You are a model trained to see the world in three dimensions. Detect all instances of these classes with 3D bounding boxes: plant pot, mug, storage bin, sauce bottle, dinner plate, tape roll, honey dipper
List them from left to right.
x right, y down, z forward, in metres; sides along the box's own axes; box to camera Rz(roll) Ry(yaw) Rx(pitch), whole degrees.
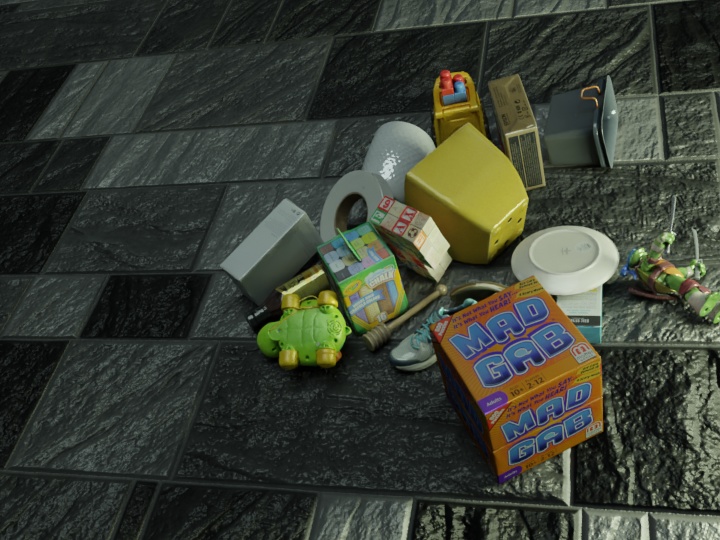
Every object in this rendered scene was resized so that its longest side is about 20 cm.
[{"bbox_3d":[-0.142,0.055,1.693,0.198,0.067,0.066,-31,46,-14],"label":"sauce bottle"},{"bbox_3d":[-0.008,-0.108,1.738,0.201,0.037,0.206,-16,69,45],"label":"tape roll"},{"bbox_3d":[0.096,-0.200,1.821,0.198,0.148,0.177,24,58,-3],"label":"mug"},{"bbox_3d":[0.092,0.087,1.611,0.199,0.038,0.038,-33,46,-18],"label":"honey dipper"},{"bbox_3d":[0.223,-0.130,1.676,0.194,0.197,0.199,-40,63,-21],"label":"plant pot"},{"bbox_3d":[0.381,-0.028,1.559,0.197,0.024,0.202,-8,39,7],"label":"dinner plate"},{"bbox_3d":[0.477,-0.322,1.814,0.132,0.146,0.202,-5,45,27],"label":"storage bin"}]

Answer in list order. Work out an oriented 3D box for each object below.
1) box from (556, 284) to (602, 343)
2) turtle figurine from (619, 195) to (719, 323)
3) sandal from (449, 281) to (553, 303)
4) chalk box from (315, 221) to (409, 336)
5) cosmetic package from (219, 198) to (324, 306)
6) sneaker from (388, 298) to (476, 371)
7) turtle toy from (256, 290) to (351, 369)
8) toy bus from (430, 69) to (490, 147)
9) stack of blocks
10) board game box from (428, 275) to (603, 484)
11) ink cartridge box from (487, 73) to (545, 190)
[{"bbox_3d":[0.406,0.041,1.542,0.081,0.050,0.202,0,48,18],"label":"box"},{"bbox_3d":[0.580,-0.014,1.474,0.198,0.145,0.194,-31,50,-8],"label":"turtle figurine"},{"bbox_3d":[0.261,0.061,1.561,0.197,0.080,0.055,7,69,18],"label":"sandal"},{"bbox_3d":[0.000,0.000,1.603,0.122,0.201,0.125,-25,45,-8],"label":"chalk box"},{"bbox_3d":[-0.182,-0.034,1.738,0.200,0.113,0.081,-44,49,-13],"label":"cosmetic package"},{"bbox_3d":[0.136,0.110,1.536,0.198,0.087,0.078,-26,44,-8],"label":"sneaker"},{"bbox_3d":[-0.109,0.123,1.590,0.197,0.101,0.148,-5,69,17],"label":"turtle toy"},{"bbox_3d":[0.217,-0.385,1.911,0.134,0.193,0.202,-10,43,10],"label":"toy bus"},{"bbox_3d":[0.110,-0.052,1.613,0.114,0.200,0.059,28,79,34],"label":"stack of blocks"},{"bbox_3d":[0.254,0.177,1.355,0.198,0.201,0.201,-25,45,-6],"label":"board game box"},{"bbox_3d":[0.338,-0.297,1.804,0.074,0.166,0.202,-13,44,8],"label":"ink cartridge box"}]
